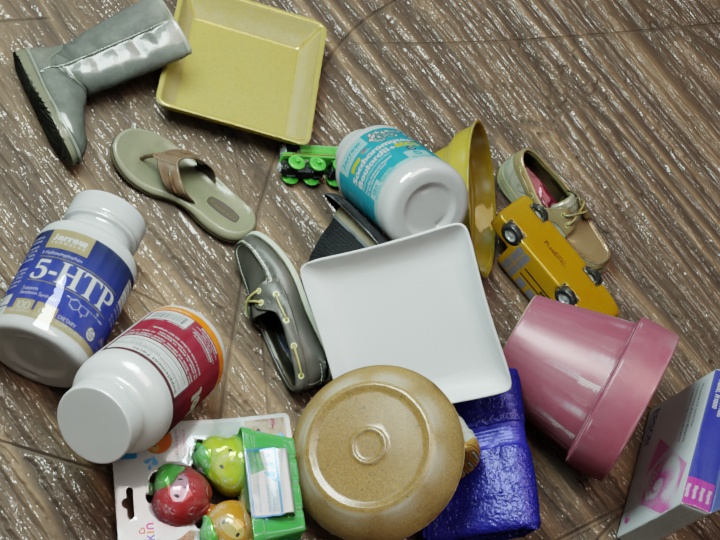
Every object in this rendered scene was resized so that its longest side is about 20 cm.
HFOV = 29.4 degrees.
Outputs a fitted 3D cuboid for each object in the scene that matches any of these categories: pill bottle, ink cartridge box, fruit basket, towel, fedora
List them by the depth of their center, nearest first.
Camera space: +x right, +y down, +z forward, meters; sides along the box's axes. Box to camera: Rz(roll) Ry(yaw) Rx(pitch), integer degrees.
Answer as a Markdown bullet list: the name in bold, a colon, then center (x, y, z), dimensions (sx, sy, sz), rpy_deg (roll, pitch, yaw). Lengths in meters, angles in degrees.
- **pill bottle**: center (-0.231, 0.121, 1.442), dimensions (0.113, 0.113, 0.200), rpy_deg (43, 29, 2)
- **fruit basket**: center (-0.161, 0.243, 1.465), dimensions (0.199, 0.094, 0.186), rpy_deg (1, 63, -20)
- **pill bottle**: center (-0.314, 0.015, 1.501), dimensions (0.119, 0.120, 0.201), rpy_deg (26, 56, -9)
- **towel**: center (0.124, 0.216, 1.583), dimensions (0.050, 0.147, 0.201), rpy_deg (39, 38, -57)
- **pill bottle**: center (0.039, -0.107, 1.646), dimensions (0.110, 0.111, 0.200), rpy_deg (-3, 23, -25)
- **fedora**: center (0.000, 0.000, 1.646), dimensions (0.092, 0.201, 0.201), rpy_deg (-44, 85, -2)
- **ink cartridge box**: center (0.397, 0.220, 1.660), dimensions (0.043, 0.200, 0.197), rpy_deg (29, 55, -7)

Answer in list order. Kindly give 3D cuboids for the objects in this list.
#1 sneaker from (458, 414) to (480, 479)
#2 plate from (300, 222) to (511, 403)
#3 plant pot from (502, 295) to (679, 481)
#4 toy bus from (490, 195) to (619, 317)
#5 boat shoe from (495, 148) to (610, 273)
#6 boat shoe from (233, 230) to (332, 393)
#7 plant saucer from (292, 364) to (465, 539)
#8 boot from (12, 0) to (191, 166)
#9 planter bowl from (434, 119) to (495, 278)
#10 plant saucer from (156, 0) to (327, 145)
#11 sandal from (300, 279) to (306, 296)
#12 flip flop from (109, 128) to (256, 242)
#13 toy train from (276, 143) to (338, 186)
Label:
- **sneaker**: center (0.035, 0.222, 1.557), dimensions (0.199, 0.076, 0.088), rpy_deg (-25, 50, -3)
- **plate**: center (0.052, 0.061, 1.547), dimensions (0.032, 0.199, 0.201), rpy_deg (-50, 124, -72)
- **plant pot**: center (0.263, 0.127, 1.669), dimensions (0.179, 0.200, 0.200), rpy_deg (28, 54, 11)
- **toy bus**: center (0.247, 0.003, 1.783), dimensions (0.065, 0.078, 0.200), rpy_deg (-35, 81, -34)
- **boat shoe**: center (0.265, -0.079, 1.842), dimensions (0.200, 0.066, 0.074), rpy_deg (46, 55, 4)
- **boat shoe**: center (-0.099, 0.047, 1.608), dimensions (0.060, 0.072, 0.202), rpy_deg (-23, 77, -36)
- **plant saucer**: center (0.013, 0.195, 1.497), dimensions (0.199, 0.035, 0.201), rpy_deg (-5, 69, 13)
- **boot**: center (-0.297, -0.232, 1.652), dimensions (0.199, 0.073, 0.182), rpy_deg (-20, 73, -22)
- **planter bowl**: center (0.116, -0.089, 1.745), dimensions (0.083, 0.201, 0.201), rpy_deg (-2, 58, 15)
- **plant saucer**: center (-0.153, -0.255, 1.757), dimensions (0.199, 0.048, 0.201), rpy_deg (15, 59, -12)
- **sandal**: center (-0.015, 0.095, 1.620), dimensions (0.055, 0.082, 0.200), rpy_deg (-41, 89, -15)
- **flip flop**: center (-0.208, -0.109, 1.652), dimensions (0.200, 0.058, 0.081), rpy_deg (37, 55, -2)
- **toy train**: center (-0.015, -0.137, 1.766), dimensions (0.199, 0.042, 0.057), rpy_deg (3, 53, -23)
